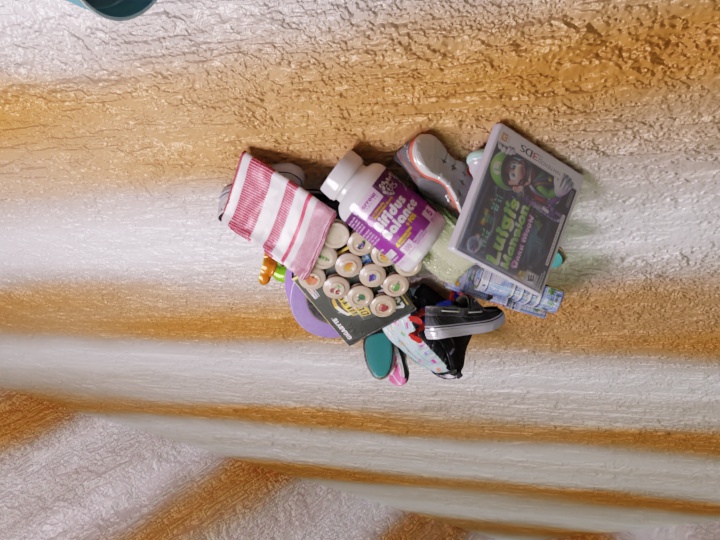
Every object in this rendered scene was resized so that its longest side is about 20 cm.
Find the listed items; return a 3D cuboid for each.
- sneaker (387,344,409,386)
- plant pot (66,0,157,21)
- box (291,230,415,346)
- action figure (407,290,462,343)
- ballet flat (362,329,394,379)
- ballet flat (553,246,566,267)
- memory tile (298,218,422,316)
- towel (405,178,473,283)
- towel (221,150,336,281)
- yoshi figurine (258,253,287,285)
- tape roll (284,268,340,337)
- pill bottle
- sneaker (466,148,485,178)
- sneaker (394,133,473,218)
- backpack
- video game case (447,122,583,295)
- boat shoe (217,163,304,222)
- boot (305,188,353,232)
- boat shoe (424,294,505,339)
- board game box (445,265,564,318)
[{"bbox_3d":[0.087,0.173,1.485,0.086,0.202,0.075,7,129,-24],"label":"sneaker"},{"bbox_3d":[-0.323,-0.390,0.692,0.184,0.203,0.202,19,152,16],"label":"plant pot"},{"bbox_3d":[-0.010,0.033,1.220,0.158,0.050,0.201,-29,124,13],"label":"box"},{"bbox_3d":[0.190,0.086,1.307,0.098,0.199,0.067,19,124,34],"label":"action figure"},{"bbox_3d":[0.034,0.140,1.436,0.072,0.205,0.074,-7,164,-2],"label":"ballet flat"},{"bbox_3d":[0.270,-0.046,1.165,0.196,0.072,0.071,2,150,30],"label":"ballet flat"},{"bbox_3d":[0.000,0.000,1.157,0.197,0.017,0.155,21,120,-18],"label":"memory tile"},{"bbox_3d":[0.126,-0.065,1.157,0.199,0.037,0.148,39,142,-7],"label":"towel"},{"bbox_3d":[-0.145,-0.092,1.116,0.198,0.023,0.146,34,121,12],"label":"towel"},{"bbox_3d":[-0.114,0.023,1.376,0.195,0.115,0.112,12,165,-7],"label":"yoshi figurine"},{"bbox_3d":[-0.048,0.030,1.291,0.195,0.066,0.204,-8,120,-13],"label":"tape roll"},{"bbox_3d":[0.035,-0.102,1.071,0.199,0.113,0.112,38,145,-3],"label":"pill bottle"},{"bbox_3d":[0.229,-0.089,1.036,0.077,0.143,0.199,-14,142,44],"label":"sneaker"},{"bbox_3d":[0.130,-0.145,1.066,0.081,0.078,0.200,-3,141,49],"label":"sneaker"},{"bbox_3d":[0.143,0.125,1.407,0.125,0.169,0.199,-21,129,41],"label":"backpack"},{"bbox_3d":[0.240,-0.090,0.994,0.179,0.204,0.023,24,175,-23],"label":"video game case"},{"bbox_3d":[-0.180,-0.128,1.175,0.197,0.068,0.073,-17,140,38],"label":"boat shoe"},{"bbox_3d":[-0.028,-0.089,1.196,0.195,0.074,0.091,7,132,-16],"label":"boot"},{"bbox_3d":[0.202,0.082,1.237,0.197,0.073,0.071,-7,-176,-39],"label":"boat shoe"},{"bbox_3d":[0.264,0.034,1.243,0.195,0.063,0.200,16,-178,5],"label":"board game box"}]
